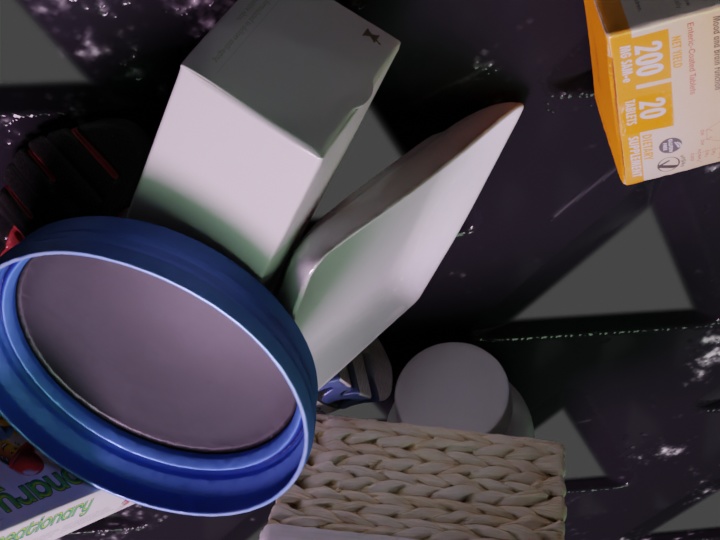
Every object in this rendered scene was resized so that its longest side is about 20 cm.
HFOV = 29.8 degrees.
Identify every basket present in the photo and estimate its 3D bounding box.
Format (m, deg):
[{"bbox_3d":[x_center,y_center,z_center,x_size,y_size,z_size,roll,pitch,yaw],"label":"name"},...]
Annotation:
[{"bbox_3d":[0.042,0.188,0.896,0.197,0.124,0.137,6,133,9],"label":"basket"}]

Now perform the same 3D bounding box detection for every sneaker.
[{"bbox_3d":[-0.174,-0.017,0.799,0.200,0.074,0.086,-46,163,27],"label":"sneaker"},{"bbox_3d":[-0.080,0.068,0.908,0.115,0.081,0.198,-34,139,27],"label":"sneaker"}]

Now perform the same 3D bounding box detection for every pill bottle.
[{"bbox_3d":[0.077,0.141,1.017,0.110,0.114,0.201,-11,144,2],"label":"pill bottle"}]

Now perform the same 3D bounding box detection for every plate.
[{"bbox_3d":[0.000,0.000,0.798,0.199,0.032,0.201,-38,163,-39],"label":"plate"}]

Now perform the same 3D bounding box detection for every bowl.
[{"bbox_3d":[-0.115,0.053,0.726,0.197,0.040,0.202,12,135,12],"label":"bowl"}]

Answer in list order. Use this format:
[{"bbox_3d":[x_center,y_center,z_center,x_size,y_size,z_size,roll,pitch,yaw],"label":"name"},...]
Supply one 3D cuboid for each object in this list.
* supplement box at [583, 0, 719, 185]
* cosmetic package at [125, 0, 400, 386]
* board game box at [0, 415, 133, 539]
[{"bbox_3d":[0.222,-0.132,0.714,0.197,0.074,0.127,-15,144,7],"label":"supplement box"},{"bbox_3d":[-0.064,-0.045,0.719,0.084,0.108,0.201,31,135,2],"label":"cosmetic package"},{"bbox_3d":[-0.204,0.104,0.816,0.199,0.126,0.035,-16,140,-60],"label":"board game box"}]
